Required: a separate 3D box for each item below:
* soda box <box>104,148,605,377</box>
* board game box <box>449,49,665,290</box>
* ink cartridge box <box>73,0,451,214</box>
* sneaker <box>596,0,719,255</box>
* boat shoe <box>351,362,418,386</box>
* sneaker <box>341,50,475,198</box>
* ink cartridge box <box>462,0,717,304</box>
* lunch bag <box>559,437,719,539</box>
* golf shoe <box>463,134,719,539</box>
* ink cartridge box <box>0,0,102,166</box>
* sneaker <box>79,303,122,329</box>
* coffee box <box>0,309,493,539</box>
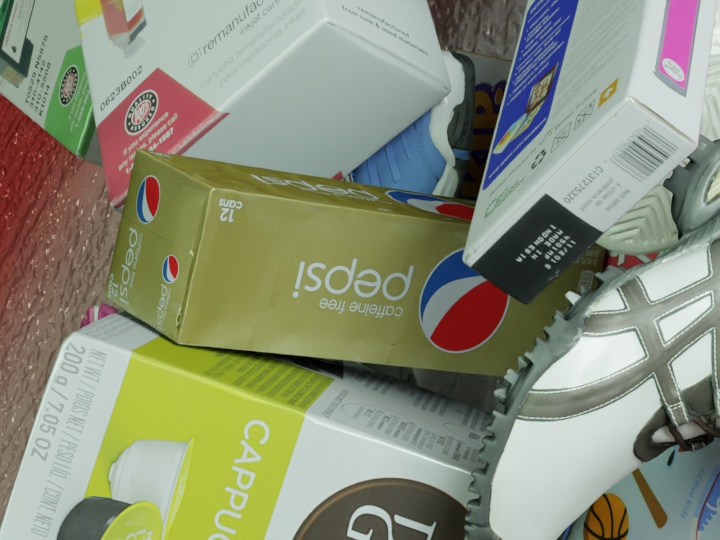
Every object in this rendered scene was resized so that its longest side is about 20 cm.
[{"bbox_3d":[0.000,0.000,1.015,0.068,0.199,0.064,27,106,54],"label":"soda box"},{"bbox_3d":[0.084,-0.041,1.102,0.200,0.030,0.096,19,96,57],"label":"board game box"},{"bbox_3d":[-0.055,-0.130,1.126,0.145,0.083,0.201,-38,47,29],"label":"ink cartridge box"},{"bbox_3d":[0.151,-0.096,0.974,0.200,0.075,0.085,-53,6,12],"label":"sneaker"},{"bbox_3d":[-0.002,0.059,1.129,0.065,0.073,0.201,36,126,17],"label":"boat shoe"},{"bbox_3d":[-0.011,-0.047,1.154,0.200,0.077,0.076,-37,44,54],"label":"sneaker"},{"bbox_3d":[0.090,-0.082,0.913,0.095,0.037,0.201,-45,19,36],"label":"ink cartridge box"},{"bbox_3d":[0.138,0.139,0.930,0.160,0.075,0.201,38,114,52],"label":"lunch bag"},{"bbox_3d":[0.117,0.032,0.842,0.094,0.078,0.200,39,91,21],"label":"golf shoe"},{"bbox_3d":[-0.144,-0.153,1.396,0.200,0.084,0.147,35,108,52],"label":"ink cartridge box"},{"bbox_3d":[-0.099,0.096,1.269,0.201,0.088,0.082,106,148,-45],"label":"sneaker"},{"bbox_3d":[-0.038,0.140,0.993,0.200,0.197,0.201,-30,-41,-85],"label":"coffee box"}]
